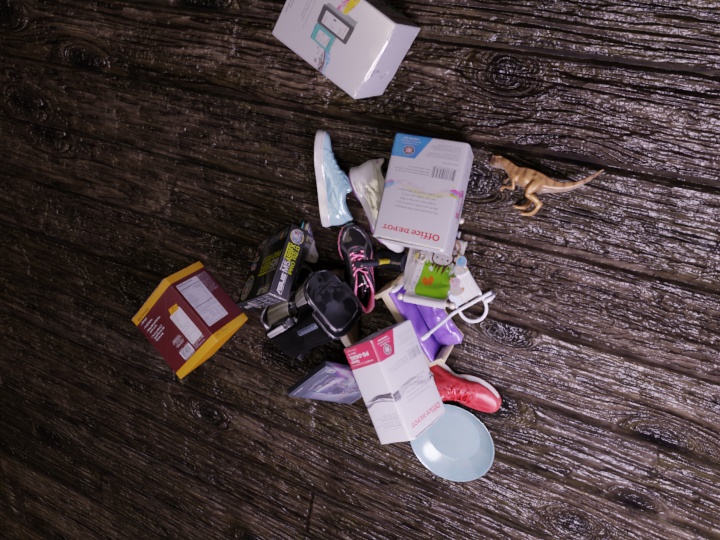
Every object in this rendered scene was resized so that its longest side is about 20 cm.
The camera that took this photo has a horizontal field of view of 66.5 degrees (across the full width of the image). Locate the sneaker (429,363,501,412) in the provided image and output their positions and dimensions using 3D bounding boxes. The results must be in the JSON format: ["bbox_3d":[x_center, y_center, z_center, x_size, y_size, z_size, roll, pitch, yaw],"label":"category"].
[{"bbox_3d":[0.198,0.269,1.177,0.198,0.115,0.079,22,117,16],"label":"sneaker"}]

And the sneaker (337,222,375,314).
[{"bbox_3d":[0.000,0.000,1.167,0.078,0.095,0.203,-11,100,-5],"label":"sneaker"}]

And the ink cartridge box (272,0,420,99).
[{"bbox_3d":[-0.022,-0.436,1.000,0.199,0.147,0.147,39,120,6],"label":"ink cartridge box"}]

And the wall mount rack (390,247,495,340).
[{"bbox_3d":[0.169,0.040,1.118,0.173,0.075,0.202,-32,93,18],"label":"wall mount rack"}]

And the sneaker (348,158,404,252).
[{"bbox_3d":[0.054,-0.132,1.120,0.099,0.075,0.202,-24,106,13],"label":"sneaker"}]

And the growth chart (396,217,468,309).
[{"bbox_3d":[0.144,-0.020,1.075,0.143,0.018,0.203,-2,65,31],"label":"growth chart"}]

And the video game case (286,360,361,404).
[{"bbox_3d":[-0.050,0.262,1.265,0.143,0.198,0.019,-40,48,31],"label":"video game case"}]

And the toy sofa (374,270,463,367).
[{"bbox_3d":[0.127,0.101,1.168,0.097,0.083,0.202,-29,95,32],"label":"toy sofa"}]

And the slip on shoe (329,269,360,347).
[{"bbox_3d":[-0.029,0.093,1.251,0.060,0.076,0.203,-19,96,12],"label":"slip on shoe"}]

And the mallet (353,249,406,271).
[{"bbox_3d":[0.044,-0.015,1.100,0.065,0.200,0.042,10,97,15],"label":"mallet"}]

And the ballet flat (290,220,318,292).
[{"bbox_3d":[-0.135,-0.024,1.264,0.072,0.072,0.202,32,119,11],"label":"ballet flat"}]

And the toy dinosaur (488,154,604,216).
[{"bbox_3d":[0.321,-0.154,0.994,0.198,0.060,0.108,20,115,17],"label":"toy dinosaur"}]

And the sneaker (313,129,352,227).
[{"bbox_3d":[-0.052,-0.196,1.159,0.081,0.074,0.203,-5,108,2],"label":"sneaker"}]

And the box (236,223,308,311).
[{"bbox_3d":[-0.195,-0.002,1.200,0.044,0.162,0.199,26,158,-25],"label":"box"}]

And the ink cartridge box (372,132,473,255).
[{"bbox_3d":[0.120,-0.140,1.036,0.142,0.085,0.203,13,88,19],"label":"ink cartridge box"}]

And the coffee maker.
[{"bbox_3d":[-0.089,0.108,1.173,0.191,0.136,0.199,34,145,-23],"label":"coffee maker"}]

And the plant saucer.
[{"bbox_3d":[0.211,0.387,1.261,0.198,0.039,0.204,9,113,22],"label":"plant saucer"}]

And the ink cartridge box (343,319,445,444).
[{"bbox_3d":[0.070,0.219,1.088,0.083,0.144,0.203,-24,86,38],"label":"ink cartridge box"}]

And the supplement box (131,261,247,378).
[{"bbox_3d":[-0.440,0.126,1.415,0.201,0.133,0.197,49,121,1],"label":"supplement box"}]
